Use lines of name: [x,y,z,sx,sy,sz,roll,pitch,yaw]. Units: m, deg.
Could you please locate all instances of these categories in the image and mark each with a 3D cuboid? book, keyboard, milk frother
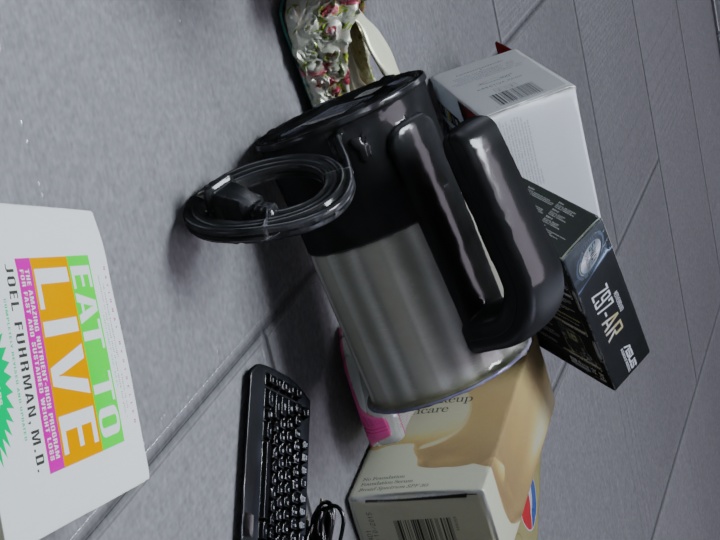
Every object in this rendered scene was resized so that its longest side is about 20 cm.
book: [-0.144,0.040,0.738,0.200,0.048,0.135,-14,96,-83]
keyboard: [-0.038,0.163,1.063,0.104,0.039,0.202,39,49,-61]
milk frother: [0.000,0.000,1.066,0.199,0.180,0.189,-28,102,-21]

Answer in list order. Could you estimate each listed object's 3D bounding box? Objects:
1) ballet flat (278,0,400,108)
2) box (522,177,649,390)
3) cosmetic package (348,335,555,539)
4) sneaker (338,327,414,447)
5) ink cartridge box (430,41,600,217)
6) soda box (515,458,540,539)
ballet flat: [0.002,-0.112,1.207,0.076,0.063,0.201,-73,150,-44]
box: [0.111,-0.012,1.302,0.044,0.199,0.161,-45,137,-16]
cosmetic package: [0.070,0.129,1.268,0.200,0.104,0.072,-65,143,-56]
sneaker: [0.045,0.045,1.242,0.201,0.087,0.082,-69,146,-50]
ink cartridge box: [0.129,-0.071,1.464,0.176,0.083,0.201,-129,-158,-65]
soda box: [0.107,0.153,1.413,0.068,0.063,0.202,53,38,-54]
